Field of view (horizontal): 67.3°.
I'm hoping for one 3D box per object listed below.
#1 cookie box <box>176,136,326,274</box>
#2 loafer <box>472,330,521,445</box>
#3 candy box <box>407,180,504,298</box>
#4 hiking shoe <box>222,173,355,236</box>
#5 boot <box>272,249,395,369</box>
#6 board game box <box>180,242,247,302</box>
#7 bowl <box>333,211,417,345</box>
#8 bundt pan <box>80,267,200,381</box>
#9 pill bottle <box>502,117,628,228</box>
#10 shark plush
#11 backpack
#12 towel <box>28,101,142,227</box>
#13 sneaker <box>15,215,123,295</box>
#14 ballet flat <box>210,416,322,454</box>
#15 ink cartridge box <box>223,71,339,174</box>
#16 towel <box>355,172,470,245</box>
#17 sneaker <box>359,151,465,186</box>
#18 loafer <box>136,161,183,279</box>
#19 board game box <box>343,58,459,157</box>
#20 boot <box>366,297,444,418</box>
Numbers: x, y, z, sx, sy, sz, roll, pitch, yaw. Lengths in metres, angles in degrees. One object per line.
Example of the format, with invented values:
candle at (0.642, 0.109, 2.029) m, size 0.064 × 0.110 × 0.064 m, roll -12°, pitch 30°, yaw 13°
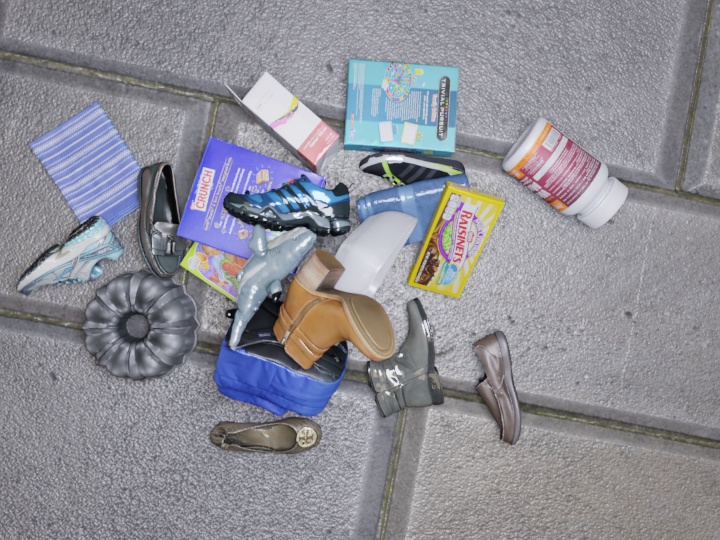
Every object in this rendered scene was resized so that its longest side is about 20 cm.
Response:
cookie box at (-0.176, -0.105, 0.899) m, size 0.198 × 0.075 × 0.173 m, roll 19°, pitch 89°, yaw -4°
loafer at (0.241, 0.212, 0.974) m, size 0.070 × 0.073 × 0.203 m, roll -10°, pitch 85°, yaw 8°
candy box at (0.160, -0.048, 0.933) m, size 0.101 × 0.027 × 0.202 m, roll 13°, pitch 122°, yaw -9°
hiking shoe at (-0.110, -0.106, 0.838) m, size 0.198 × 0.074 × 0.088 m, roll 7°, pitch 82°, yaw -15°
boot at (-0.044, 0.089, 0.765) m, size 0.200 × 0.073 × 0.155 m, roll 52°, pitch 122°, yaw 34°
board game box at (-0.204, -0.056, 0.959) m, size 0.134 × 0.045 × 0.201 m, roll 33°, pitch 89°, yaw -2°
bowl at (0.000, 0.000, 0.876) m, size 0.074 × 0.200 × 0.201 m, roll 32°, pitch 126°, yaw 7°
bundt pan at (-0.385, 0.097, 0.936) m, size 0.199 × 0.076 × 0.205 m, roll 0°, pitch 90°, yaw -4°
pill bottle at (0.360, -0.168, 0.954) m, size 0.199 × 0.110 × 0.110 m, roll 36°, pitch 88°, yaw -2°
shark plush at (-0.144, 0.017, 0.786) m, size 0.083 × 0.091 × 0.201 m, roll 24°, pitch 68°, yaw 35°
backpack at (-0.127, 0.150, 0.907) m, size 0.198 × 0.163 × 0.169 m, roll 18°, pitch 127°, yaw -6°
towel at (-0.473, -0.178, 0.958) m, size 0.144 × 0.024 × 0.201 m, roll -33°, pitch 91°, yaw -3°
sneaker at (-0.499, -0.004, 0.931) m, size 0.199 × 0.078 × 0.087 m, roll -32°, pitch 119°, yaw 10°
ballet flat at (-0.168, 0.295, 0.959) m, size 0.197 × 0.046 × 0.068 m, roll 3°, pitch 90°, yaw -3°
ink cartridge box at (-0.130, -0.260, 0.927) m, size 0.200 × 0.116 × 0.068 m, roll 41°, pitch 89°, yaw -2°
towel at (0.096, -0.102, 0.943) m, size 0.198 × 0.049 × 0.113 m, roll -11°, pitch 126°, yaw 7°
sneaker at (0.094, -0.159, 0.960) m, size 0.197 × 0.072 × 0.084 m, roll 6°, pitch 91°, yaw -3°
loafer at (-0.340, -0.088, 0.927) m, size 0.062 × 0.072 × 0.202 m, roll -15°, pitch 83°, yaw 37°
board game box at (0.072, -0.290, 0.972) m, size 0.197 × 0.047 × 0.153 m, roll 4°, pitch 90°, yaw -3°
boot at (0.070, 0.157, 0.965) m, size 0.129 × 0.068 × 0.203 m, roll -10°, pitch 89°, yaw 3°
